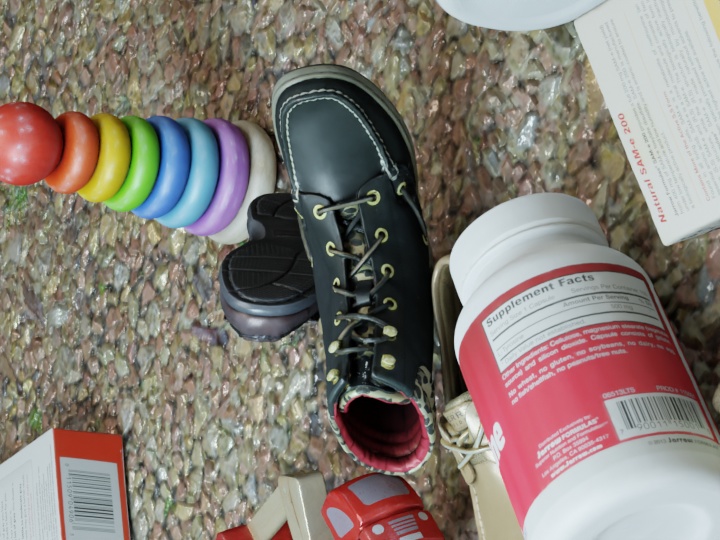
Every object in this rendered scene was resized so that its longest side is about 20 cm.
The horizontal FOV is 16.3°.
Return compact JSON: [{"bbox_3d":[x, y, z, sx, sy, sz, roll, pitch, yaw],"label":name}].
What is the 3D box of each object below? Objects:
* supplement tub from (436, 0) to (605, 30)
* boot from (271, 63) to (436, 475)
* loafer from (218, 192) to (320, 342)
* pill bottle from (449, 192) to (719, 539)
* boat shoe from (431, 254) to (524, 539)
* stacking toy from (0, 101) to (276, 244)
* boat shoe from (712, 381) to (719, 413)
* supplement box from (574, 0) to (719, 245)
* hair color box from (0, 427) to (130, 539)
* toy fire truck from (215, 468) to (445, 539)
[{"bbox_3d":[0.082,-0.246,1.418,0.123,0.122,0.200,-41,48,42],"label":"supplement tub"},{"bbox_3d":[0.002,0.000,1.403,0.073,0.204,0.154,-11,42,10],"label":"boot"},{"bbox_3d":[-0.048,0.010,1.544,0.200,0.072,0.063,-81,-4,-69],"label":"loafer"},{"bbox_3d":[0.114,0.060,1.297,0.112,0.112,0.200,-51,43,35],"label":"pill bottle"},{"bbox_3d":[0.072,0.087,1.392,0.071,0.064,0.200,-34,54,46],"label":"boat shoe"},{"bbox_3d":[-0.157,-0.074,1.648,0.085,0.200,0.085,-21,64,51],"label":"stacking toy"},{"bbox_3d":[0.233,0.023,1.176,0.072,0.076,0.200,-57,-4,-37],"label":"boat shoe"},{"bbox_3d":[0.211,-0.107,1.207,0.200,0.073,0.126,-28,81,49],"label":"supplement box"},{"bbox_3d":[-0.242,0.201,1.819,0.200,0.064,0.111,-33,56,45],"label":"hair color box"},{"bbox_3d":[-0.022,0.168,1.483,0.141,0.049,0.200,58,146,31],"label":"toy fire truck"}]
